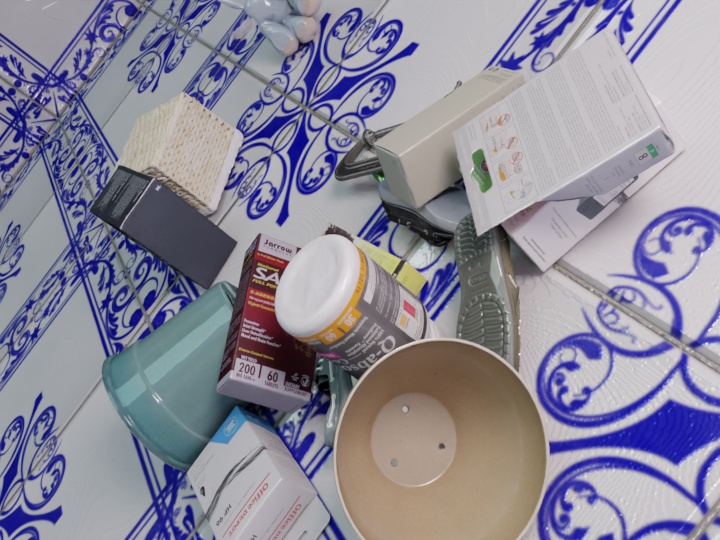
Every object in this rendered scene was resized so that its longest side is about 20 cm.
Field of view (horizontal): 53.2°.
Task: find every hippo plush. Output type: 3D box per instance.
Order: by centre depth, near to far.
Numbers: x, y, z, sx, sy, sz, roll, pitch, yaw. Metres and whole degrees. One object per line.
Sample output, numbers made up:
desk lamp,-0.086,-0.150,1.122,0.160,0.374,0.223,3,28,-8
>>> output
hippo plush,-0.162,-0.540,1.516,0.196,0.162,0.161,-20,16,15

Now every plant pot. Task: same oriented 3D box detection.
plant pot,0.064,0.171,0.693,0.203,0.197,0.134,-61,3,-10
plant pot,-0.217,0.134,1.003,0.195,0.201,0.201,-40,39,2

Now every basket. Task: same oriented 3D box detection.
basket,-0.372,-0.218,1.445,0.195,0.160,0.204,-13,51,41

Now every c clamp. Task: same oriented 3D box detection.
c clamp,0.051,-0.197,1.079,0.197,0.027,0.173,-12,40,40

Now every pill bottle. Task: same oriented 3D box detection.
pill bottle,0.007,0.058,0.800,0.115,0.199,0.118,-27,44,29

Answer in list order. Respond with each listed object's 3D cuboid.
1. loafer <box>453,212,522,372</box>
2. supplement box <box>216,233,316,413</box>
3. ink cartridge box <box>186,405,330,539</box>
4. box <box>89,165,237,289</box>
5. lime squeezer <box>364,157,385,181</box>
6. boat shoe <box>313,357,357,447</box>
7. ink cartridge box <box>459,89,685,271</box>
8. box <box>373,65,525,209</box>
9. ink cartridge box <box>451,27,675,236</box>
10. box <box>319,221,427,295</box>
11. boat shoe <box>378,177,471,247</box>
loafer,0.148,0.037,0.778,0.074,0.069,0.205,-15,69,43
supplement box,-0.108,0.066,0.916,0.061,0.107,0.204,-42,35,52
ink cartridge box,-0.131,0.276,0.887,0.117,0.068,0.199,-53,38,1
box,-0.353,-0.079,1.284,0.181,0.199,0.105,20,74,52
lime squeezer,0.051,-0.141,1.038,0.198,0.037,0.072,8,71,51
boat shoe,-0.034,0.127,0.884,0.060,0.074,0.203,-15,48,-4
ink cartridge box,0.229,-0.125,0.800,0.200,0.084,0.147,-43,40,13
box,0.119,-0.169,0.899,0.198,0.083,0.068,-33,35,-14
ink cartridge box,0.198,-0.133,0.737,0.198,0.050,0.164,-33,44,28
box,0.000,0.000,0.975,0.076,0.050,0.199,-57,38,-4
boat shoe,0.092,-0.066,0.919,0.069,0.068,0.198,-29,34,-29
